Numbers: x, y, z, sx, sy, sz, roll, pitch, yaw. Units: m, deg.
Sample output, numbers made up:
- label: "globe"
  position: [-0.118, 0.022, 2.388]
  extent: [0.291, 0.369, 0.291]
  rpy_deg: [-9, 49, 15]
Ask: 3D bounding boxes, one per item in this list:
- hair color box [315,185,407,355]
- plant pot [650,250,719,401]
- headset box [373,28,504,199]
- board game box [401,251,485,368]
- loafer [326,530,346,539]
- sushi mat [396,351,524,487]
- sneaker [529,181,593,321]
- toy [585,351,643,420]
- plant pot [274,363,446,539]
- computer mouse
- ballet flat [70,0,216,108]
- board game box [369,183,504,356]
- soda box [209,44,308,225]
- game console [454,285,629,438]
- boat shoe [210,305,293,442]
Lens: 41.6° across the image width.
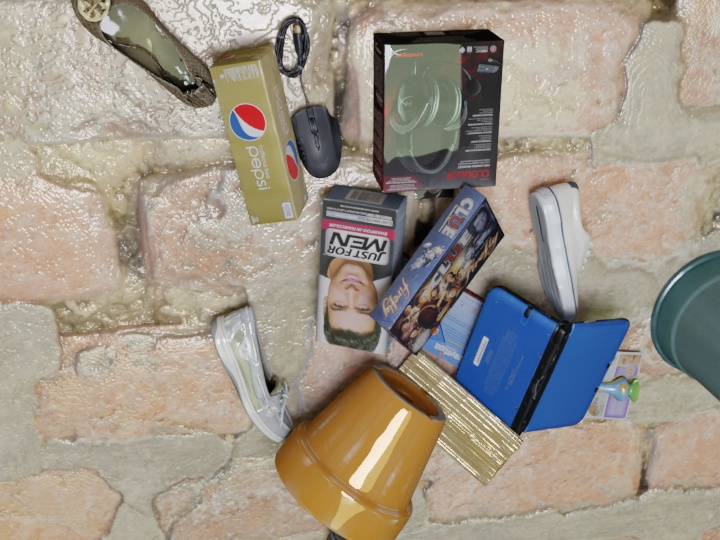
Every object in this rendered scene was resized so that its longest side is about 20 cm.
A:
- label: "hair color box"
  position: [0.000, 0.000, 1.225]
  extent: [0.097, 0.061, 0.203]
  rpy_deg: [9, 115, 12]
- label: "plant pot"
  position: [0.532, 0.104, 1.305]
  extent: [0.197, 0.197, 0.203]
  rpy_deg: [-3, 115, -7]
- label: "headset box"
  position: [0.092, -0.186, 1.163]
  extent: [0.146, 0.077, 0.203]
  rpy_deg: [-3, 114, -8]
- label: "board game box"
  position: [0.109, 0.063, 1.312]
  extent: [0.198, 0.019, 0.104]
  rpy_deg: [30, 106, -21]
- label: "loafer"
  position: [0.029, 0.449, 1.451]
  extent: [0.198, 0.072, 0.063]
  rpy_deg: [24, 115, -21]
- label: "sushi mat"
  position: [0.127, 0.205, 1.329]
  extent: [0.199, 0.012, 0.096]
  rpy_deg: [40, 117, 7]
- label: "sneaker"
  position: [0.279, -0.023, 1.273]
  extent: [0.070, 0.073, 0.202]
  rpy_deg: [-18, 120, -8]
- label: "toy"
  position: [0.314, 0.173, 1.382]
  extent: [0.197, 0.047, 0.117]
  rpy_deg: [3, 113, -11]
- label: "plant pot"
  position: [0.015, 0.236, 1.283]
  extent: [0.199, 0.200, 0.184]
  rpy_deg: [32, 100, -21]
- label: "computer mouse"
  position: [-0.063, -0.205, 1.152]
  extent: [0.058, 0.034, 0.202]
  rpy_deg: [-15, 116, -1]
- label: "ballet flat"
  position: [-0.245, -0.257, 1.089]
  extent: [0.067, 0.046, 0.200]
  rpy_deg: [-44, 114, 11]
- label: "board game box"
  position: [0.101, 0.004, 1.202]
  extent: [0.201, 0.034, 0.135]
  rpy_deg: [-54, 154, -3]
- label: "soda box"
  position: [-0.118, -0.161, 1.137]
  extent: [0.063, 0.068, 0.203]
  rpy_deg: [-5, 117, 13]
- label: "game console"
  position: [0.244, 0.121, 1.310]
  extent: [0.170, 0.118, 0.202]
  rpy_deg: [33, 127, 22]
- label: "boat shoe"
  position: [-0.134, 0.143, 1.280]
  extent: [0.064, 0.075, 0.204]
  rpy_deg: [-22, 110, 6]
